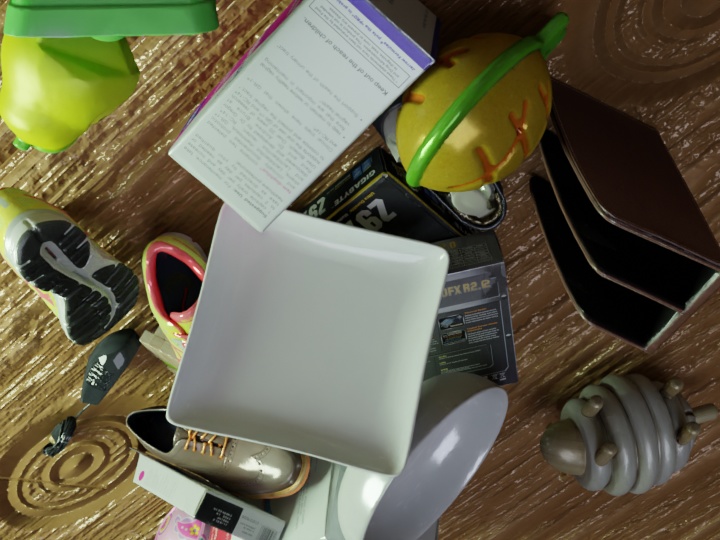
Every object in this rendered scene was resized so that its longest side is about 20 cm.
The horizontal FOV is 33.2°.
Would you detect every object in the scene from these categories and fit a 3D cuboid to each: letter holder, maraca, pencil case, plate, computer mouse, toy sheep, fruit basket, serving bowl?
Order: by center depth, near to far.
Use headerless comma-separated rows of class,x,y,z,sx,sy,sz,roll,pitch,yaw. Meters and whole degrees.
fruit basket,-0.178,-0.177,0.840,0.155,0.216,0.216,-2,130,-7
maraca,0.100,-0.133,0.946,0.107,0.200,0.137,44,140,5
letter holder,0.195,-0.052,1.006,0.142,0.200,0.101,23,123,-25
plate,-0.041,0.055,1.010,0.199,0.200,0.032,13,166,-1
serving bowl,0.046,0.167,1.094,0.200,0.066,0.200,-39,151,-26
computer mouse,-0.271,0.120,1.179,0.034,0.059,0.200,33,123,-12
toy sheep,0.281,0.168,1.254,0.200,0.138,0.138,-7,131,-9
pencil case,-0.139,0.330,1.353,0.087,0.087,0.200,-36,127,20

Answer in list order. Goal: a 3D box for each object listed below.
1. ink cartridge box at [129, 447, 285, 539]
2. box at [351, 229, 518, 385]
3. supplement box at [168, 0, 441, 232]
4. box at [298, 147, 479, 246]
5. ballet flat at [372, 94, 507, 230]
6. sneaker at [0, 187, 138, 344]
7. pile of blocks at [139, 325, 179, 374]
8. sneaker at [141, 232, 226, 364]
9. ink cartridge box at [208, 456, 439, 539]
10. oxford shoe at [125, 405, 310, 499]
ink cartridge box,-0.162,0.224,1.203,0.095,0.200,0.037,30,80,-29
box,0.039,0.056,1.110,0.200,0.048,0.158,-13,131,1
supplement box,-0.043,-0.142,0.944,0.103,0.101,0.200,39,115,-14
box,0.000,0.000,1.121,0.200,0.049,0.160,-38,124,21
ballet flat,0.066,-0.102,1.031,0.073,0.073,0.200,-31,127,17
sneaker,-0.260,-0.010,1.052,0.078,0.090,0.200,-43,152,-15
pile of blocks,-0.132,0.092,1.181,0.062,0.082,0.200,-59,138,-16
sneaker,-0.136,0.055,1.049,0.078,0.090,0.200,-34,86,-4
ink cartridge box,-0.036,0.254,1.230,0.145,0.145,0.200,32,138,-29
oxford shoe,-0.141,0.174,1.164,0.200,0.071,0.073,7,166,32
